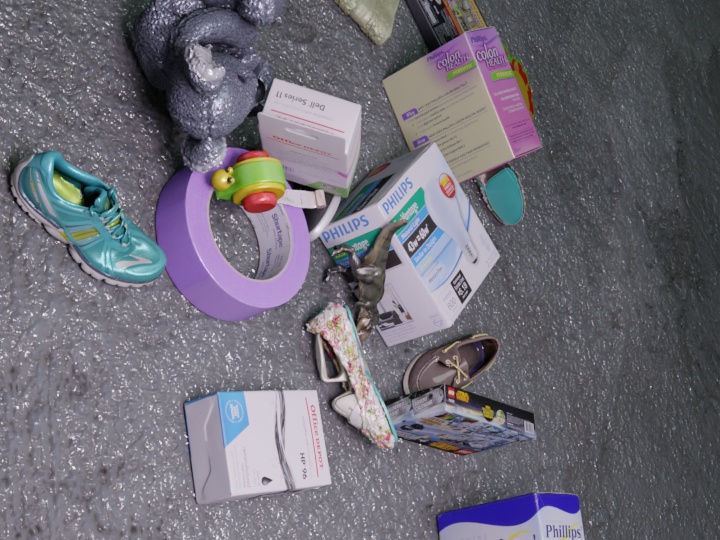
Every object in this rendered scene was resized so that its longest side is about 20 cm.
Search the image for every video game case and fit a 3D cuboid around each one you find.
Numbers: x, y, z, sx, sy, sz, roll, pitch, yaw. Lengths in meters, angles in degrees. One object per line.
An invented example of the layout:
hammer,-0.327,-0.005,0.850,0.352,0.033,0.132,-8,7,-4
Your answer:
video game case,0.172,-0.408,1.882,0.180,0.025,0.202,-38,102,-49

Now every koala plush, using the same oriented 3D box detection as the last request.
koala plush,-0.180,-0.225,1.261,0.180,0.179,0.202,2,45,-10

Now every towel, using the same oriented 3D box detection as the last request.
towel,0.012,-0.468,1.718,0.148,0.036,0.203,39,48,-30

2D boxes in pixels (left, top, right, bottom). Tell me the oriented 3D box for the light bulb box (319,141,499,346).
light bulb box,0.071,-0.039,1.529,0.202,0.124,0.199,57,41,-14

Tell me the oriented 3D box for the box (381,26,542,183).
box,0.157,-0.244,1.675,0.096,0.174,0.203,-24,91,-50

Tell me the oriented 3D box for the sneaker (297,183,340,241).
sneaker,-0.077,-0.133,1.450,0.099,0.070,0.203,36,44,-30

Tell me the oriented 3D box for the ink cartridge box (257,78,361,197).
ink cartridge box,-0.060,-0.166,1.318,0.115,0.200,0.069,17,76,3

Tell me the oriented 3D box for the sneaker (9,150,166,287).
sneaker,-0.286,-0.053,1.165,0.199,0.079,0.079,41,47,-30

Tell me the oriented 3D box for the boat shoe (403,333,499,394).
boat shoe,0.135,0.140,1.572,0.199,0.059,0.073,-22,91,-51

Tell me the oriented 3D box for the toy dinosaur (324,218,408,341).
toy dinosaur,0.000,0.000,1.434,0.086,0.203,0.048,15,36,0

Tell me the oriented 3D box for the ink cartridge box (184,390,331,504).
ink cartridge box,-0.104,0.203,1.267,0.198,0.067,0.118,5,70,-48

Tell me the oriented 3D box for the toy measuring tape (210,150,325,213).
toy measuring tape,-0.097,-0.104,1.309,0.198,0.073,0.075,4,70,-47

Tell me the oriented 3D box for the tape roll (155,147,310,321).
tape roll,-0.153,-0.044,1.323,0.198,0.065,0.204,24,56,-41

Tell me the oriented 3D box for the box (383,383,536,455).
box,0.128,0.207,1.476,0.198,0.136,0.041,22,57,-41

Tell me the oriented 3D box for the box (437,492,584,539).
box,0.206,0.412,1.439,0.104,0.182,0.204,13,63,-42

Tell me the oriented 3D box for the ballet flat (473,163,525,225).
ballet flat,0.216,-0.170,1.799,0.202,0.075,0.064,59,7,-19

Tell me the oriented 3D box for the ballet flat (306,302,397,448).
ballet flat,-0.016,0.143,1.396,0.063,0.076,0.203,-20,84,-16

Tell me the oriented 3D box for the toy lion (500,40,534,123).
toy lion,0.252,-0.312,1.879,0.202,0.068,0.193,65,34,-29
